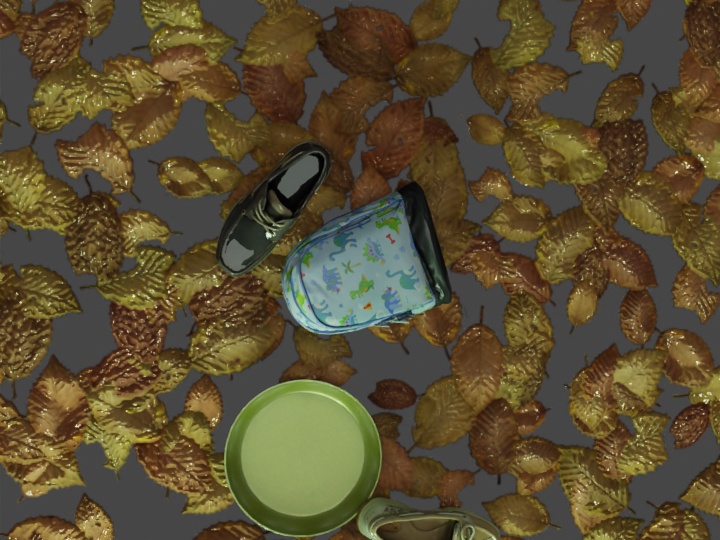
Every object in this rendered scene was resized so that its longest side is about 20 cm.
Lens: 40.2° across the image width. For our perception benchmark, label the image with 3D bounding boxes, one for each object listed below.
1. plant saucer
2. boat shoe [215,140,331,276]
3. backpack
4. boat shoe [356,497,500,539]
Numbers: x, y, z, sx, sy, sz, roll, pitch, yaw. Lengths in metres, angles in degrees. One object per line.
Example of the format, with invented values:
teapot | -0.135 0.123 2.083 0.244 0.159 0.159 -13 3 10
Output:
plant saucer | -0.073 0.236 1.250 0.199 0.031 0.201 0 93 -7
boat shoe | -0.110 -0.080 1.205 0.074 0.073 0.200 36 89 -7
backpack | 0.000 0.000 1.200 0.199 0.154 0.164 -15 102 7
boat shoe | 0.093 0.340 1.249 0.199 0.063 0.074 12 93 -18
